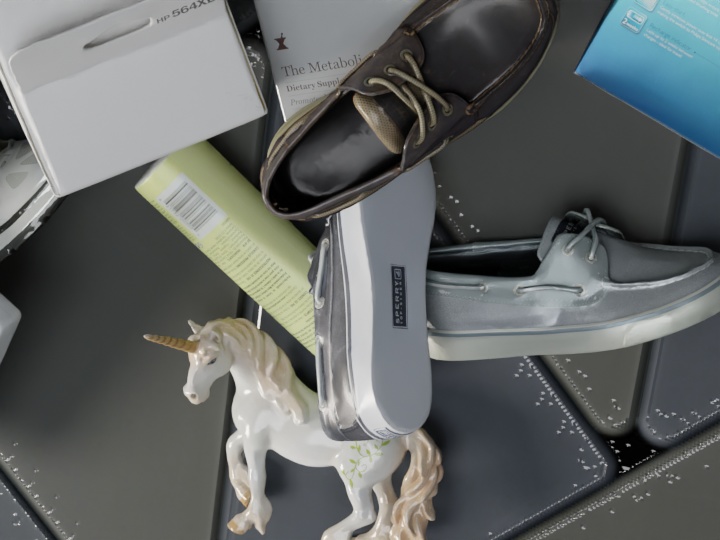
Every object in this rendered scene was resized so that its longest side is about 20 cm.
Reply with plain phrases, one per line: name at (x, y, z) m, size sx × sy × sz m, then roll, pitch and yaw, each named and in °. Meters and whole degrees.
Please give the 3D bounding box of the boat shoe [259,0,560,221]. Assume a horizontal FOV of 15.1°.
boat shoe at (0.025, -0.086, 1.427) m, size 0.074 × 0.073 × 0.200 m, roll 45°, pitch 116°, yaw -7°

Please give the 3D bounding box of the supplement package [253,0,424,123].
supplement package at (0.001, -0.186, 1.494) m, size 0.113 × 0.110 × 0.201 m, roll -8°, pitch 110°, yaw 18°

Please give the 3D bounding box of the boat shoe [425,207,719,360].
boat shoe at (0.118, 0.004, 1.566) m, size 0.200 × 0.070 × 0.072 m, roll -8°, pitch 114°, yaw 21°

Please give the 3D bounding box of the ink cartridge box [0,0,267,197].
ink cartridge box at (-0.140, -0.131, 1.487) m, size 0.128 × 0.200 × 0.126 m, roll -23°, pitch 108°, yaw -5°

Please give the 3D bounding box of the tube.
tube at (-0.047, 0.000, 1.624) m, size 0.200 × 0.058 × 0.052 m, roll 44°, pitch 96°, yaw -7°

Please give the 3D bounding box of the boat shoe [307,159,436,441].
boat shoe at (0.000, 0.000, 1.567) m, size 0.068 × 0.072 × 0.201 m, roll -11°, pitch 77°, yaw 40°

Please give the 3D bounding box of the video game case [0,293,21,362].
video game case at (-0.305, 0.033, 1.669) m, size 0.182 × 0.023 × 0.200 m, roll 41°, pitch 135°, yaw 12°

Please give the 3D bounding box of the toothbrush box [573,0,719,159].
toothbrush box at (0.229, -0.162, 1.455) m, size 0.146 × 0.085 × 0.200 m, roll 29°, pitch 118°, yaw 1°

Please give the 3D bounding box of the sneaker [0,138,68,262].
sneaker at (-0.251, -0.055, 1.639) m, size 0.200 × 0.076 × 0.115 m, roll -37°, pitch 101°, yaw 28°

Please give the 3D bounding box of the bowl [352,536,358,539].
bowl at (0.006, 0.276, 1.704) m, size 0.200 × 0.090 × 0.202 m, roll 6°, pitch 115°, yaw 13°

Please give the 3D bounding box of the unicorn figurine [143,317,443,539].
unicorn figurine at (-0.042, 0.103, 1.659) m, size 0.199 × 0.074 × 0.138 m, roll 11°, pitch 115°, yaw -3°
